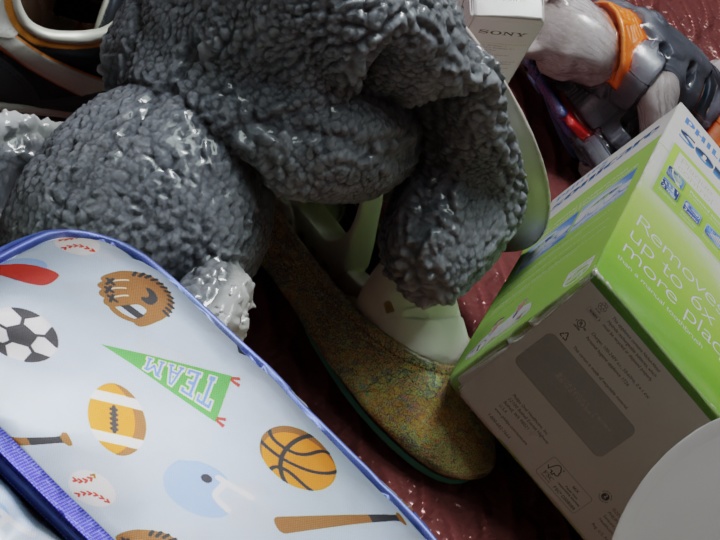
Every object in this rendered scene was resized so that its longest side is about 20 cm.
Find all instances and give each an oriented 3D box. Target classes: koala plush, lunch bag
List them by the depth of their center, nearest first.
[{"bbox_3d":[-0.074,0.083,0.814,0.200,0.076,0.160,42,36,19],"label":"lunch bag"},{"bbox_3d":[-0.062,-0.044,1.033,0.177,0.184,0.200,38,70,26],"label":"koala plush"}]

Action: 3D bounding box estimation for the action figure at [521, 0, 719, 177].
[{"bbox_3d":[0.147,-0.112,1.431,0.193,0.105,0.200,15,33,-47],"label":"action figure"}]

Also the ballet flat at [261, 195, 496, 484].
[{"bbox_3d":[0.000,0.000,1.137,0.070,0.071,0.200,0,42,-45],"label":"ballet flat"}]

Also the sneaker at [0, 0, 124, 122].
[{"bbox_3d":[-0.102,-0.099,1.180,0.199,0.080,0.079,0,40,-48],"label":"sneaker"}]

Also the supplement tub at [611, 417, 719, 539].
[{"bbox_3d":[0.191,0.137,0.983,0.199,0.145,0.145,27,23,-45],"label":"supplement tub"}]

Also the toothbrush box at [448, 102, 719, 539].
[{"bbox_3d":[0.134,0.038,1.154,0.146,0.086,0.200,49,26,-6],"label":"toothbrush box"}]

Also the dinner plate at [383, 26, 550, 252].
[{"bbox_3d":[0.003,-0.080,1.171,0.200,0.201,0.024,41,69,16],"label":"dinner plate"}]

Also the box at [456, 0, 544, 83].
[{"bbox_3d":[0.040,-0.136,1.210,0.036,0.200,0.145,3,70,-12],"label":"box"}]
